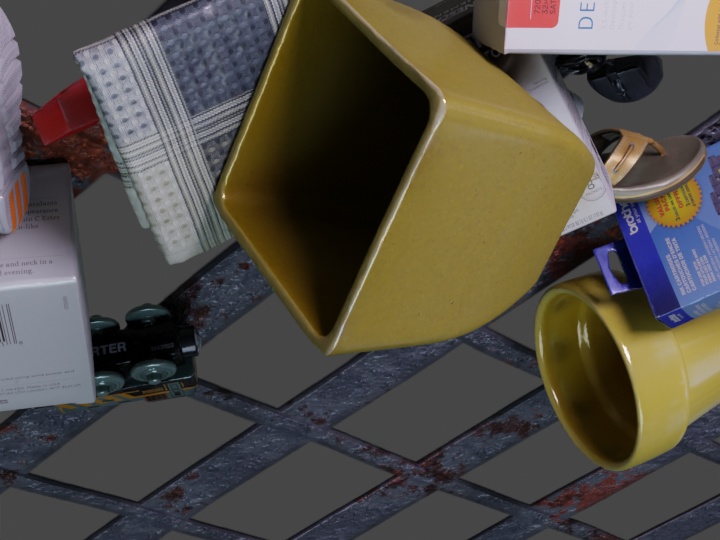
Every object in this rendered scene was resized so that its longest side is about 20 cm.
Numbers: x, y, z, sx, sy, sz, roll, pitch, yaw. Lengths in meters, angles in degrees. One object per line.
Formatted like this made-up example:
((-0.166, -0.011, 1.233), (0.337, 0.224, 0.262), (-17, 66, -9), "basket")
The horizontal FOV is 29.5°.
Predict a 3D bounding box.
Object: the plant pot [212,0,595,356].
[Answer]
((0.046, -0.069, 0.972), (0.199, 0.196, 0.195), (5, 121, -38), "plant pot")

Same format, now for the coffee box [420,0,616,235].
((0.113, -0.122, 1.098), (0.112, 0.080, 0.201), (-24, 113, 16), "coffee box")

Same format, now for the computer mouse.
((0.204, -0.158, 1.115), (0.058, 0.034, 0.200), (-6, 180, 28), "computer mouse")

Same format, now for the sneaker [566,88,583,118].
((0.092, -0.105, 1.210), (0.114, 0.073, 0.201), (19, 128, -27), "sneaker")

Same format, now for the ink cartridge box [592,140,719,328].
((0.324, -0.035, 1.297), (0.199, 0.137, 0.076), (-26, 160, 20), "ink cartridge box")

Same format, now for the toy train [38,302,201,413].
((-0.253, 0.097, 1.367), (0.198, 0.086, 0.114), (-11, 154, -2), "toy train")

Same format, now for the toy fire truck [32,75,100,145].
((-0.146, -0.109, 1.094), (0.199, 0.142, 0.049), (-33, -170, -37), "toy fire truck")

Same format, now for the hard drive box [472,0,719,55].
((0.188, -0.236, 0.981), (0.198, 0.077, 0.157), (-3, 109, -14), "hard drive box")

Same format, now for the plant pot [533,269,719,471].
((0.312, 0.085, 1.436), (0.187, 0.202, 0.202), (-17, 147, -19), "plant pot")

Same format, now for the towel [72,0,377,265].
((-0.092, -0.115, 1.006), (0.191, 0.035, 0.201), (-25, 131, -10), "towel")

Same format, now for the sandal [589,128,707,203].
((0.221, -0.101, 1.254), (0.198, 0.081, 0.054), (-7, 123, -1), "sandal")

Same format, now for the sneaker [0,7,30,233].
((-0.321, -0.118, 1.049), (0.111, 0.078, 0.201), (10, 124, 6), "sneaker")

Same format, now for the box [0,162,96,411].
((-0.339, 0.023, 1.190), (0.197, 0.132, 0.201), (-6, 145, -9), "box")
